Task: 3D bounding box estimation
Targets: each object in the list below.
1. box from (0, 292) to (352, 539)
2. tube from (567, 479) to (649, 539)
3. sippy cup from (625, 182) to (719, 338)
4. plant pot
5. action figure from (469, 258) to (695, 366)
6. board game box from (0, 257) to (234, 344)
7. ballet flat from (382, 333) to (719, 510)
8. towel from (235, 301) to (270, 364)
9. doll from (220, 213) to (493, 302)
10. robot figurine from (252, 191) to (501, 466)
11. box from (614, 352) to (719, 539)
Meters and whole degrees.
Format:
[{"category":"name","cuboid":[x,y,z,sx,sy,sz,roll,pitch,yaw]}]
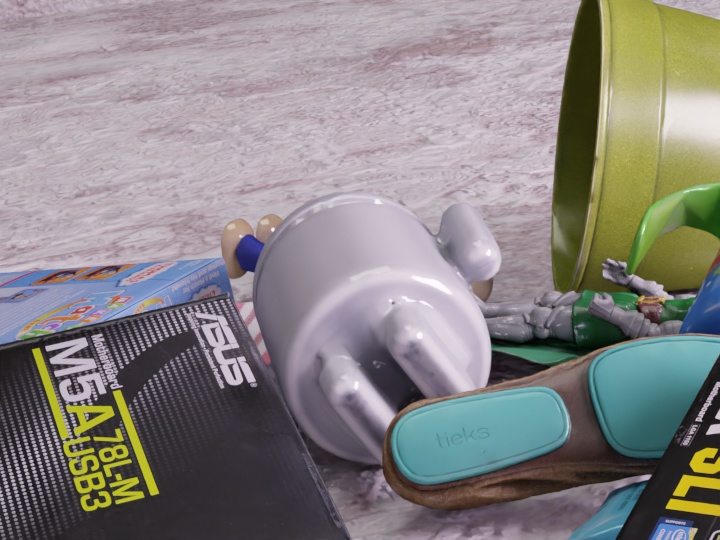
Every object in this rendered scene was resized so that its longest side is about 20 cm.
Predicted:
[{"category":"box","cuboid":[-0.122,0.099,0.794,0.191,0.048,0.201,-14,37,-14]},{"category":"tube","cuboid":[0.195,0.104,0.755,0.198,0.051,0.077,-4,2,23]},{"category":"sippy cup","cuboid":[0.226,0.025,0.870,0.176,0.141,0.130,-6,25,40]},{"category":"plant pot","cuboid":[0.231,-0.073,1.107,0.190,0.203,0.201,5,17,0]},{"category":"action figure","cuboid":[0.147,0.029,1.007,0.197,0.055,0.118,2,18,17]},{"category":"board game box","cuboid":[-0.197,0.036,1.029,0.198,0.037,0.151,-5,17,37]},{"category":"ballet flat","cuboid":[0.109,0.080,0.829,0.198,0.069,0.073,-15,-26,1]},{"category":"towel","cuboid":[-0.118,0.054,1.078,0.197,0.030,0.146,-1,18,12]},{"category":"doll","cuboid":[0.000,0.000,1.162,0.198,0.049,0.136,10,13,33]},{"category":"robot figurine","cuboid":[0.002,0.028,0.936,0.169,0.113,0.200,-34,26,4]},{"category":"box","cuboid":[0.194,0.096,0.673,0.158,0.050,0.200,3,37,36]}]
